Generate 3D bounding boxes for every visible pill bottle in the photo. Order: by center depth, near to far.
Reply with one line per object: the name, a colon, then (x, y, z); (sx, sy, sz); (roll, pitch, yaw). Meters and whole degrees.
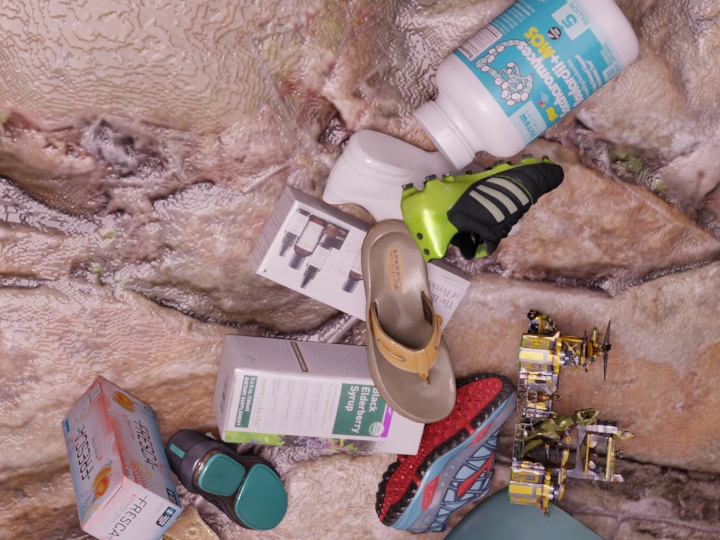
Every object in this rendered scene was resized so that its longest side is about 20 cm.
pill bottle: (0.147, -0.179, 1.380); (0.200, 0.111, 0.111); (-39, 116, 3)

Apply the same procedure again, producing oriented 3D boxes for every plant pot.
plant pot: (0.171, 0.316, 1.549); (0.201, 0.201, 0.161); (36, 86, -24)

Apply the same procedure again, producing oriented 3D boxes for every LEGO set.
LEGO set: (0.215, 0.143, 1.493); (0.116, 0.154, 0.200); (5, 89, 11)

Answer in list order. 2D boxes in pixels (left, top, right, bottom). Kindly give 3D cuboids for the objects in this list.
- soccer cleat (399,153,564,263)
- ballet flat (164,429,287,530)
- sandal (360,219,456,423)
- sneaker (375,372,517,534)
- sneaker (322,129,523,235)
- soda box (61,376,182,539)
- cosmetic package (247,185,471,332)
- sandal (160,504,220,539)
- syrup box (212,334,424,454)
soccer cleat: (0.115, -0.055, 1.366); (0.200, 0.068, 0.081); (-16, 89, -41)
ballet flat: (-0.134, 0.200, 1.475); (0.073, 0.073, 0.200); (-38, 150, 2)
sandal: (0.045, 0.052, 1.410); (0.080, 0.054, 0.200); (-13, 103, -13)
sneaker: (0.102, 0.189, 1.549); (0.096, 0.079, 0.200); (27, 111, -33)
sneaker: (0.057, -0.066, 1.435); (0.200, 0.075, 0.089); (20, 126, -25)
soda box: (-0.221, 0.177, 1.378); (0.068, 0.200, 0.064); (36, 99, -26)
cosmetic package: (0.000, 0.000, 1.448); (0.200, 0.051, 0.083); (24, 105, -22)
sandal: (-0.162, 0.271, 1.520); (0.212, 0.078, 0.070); (5, 79, -24)
syrup box: (-0.037, 0.121, 1.470); (0.200, 0.081, 0.079); (6, 111, -16)
